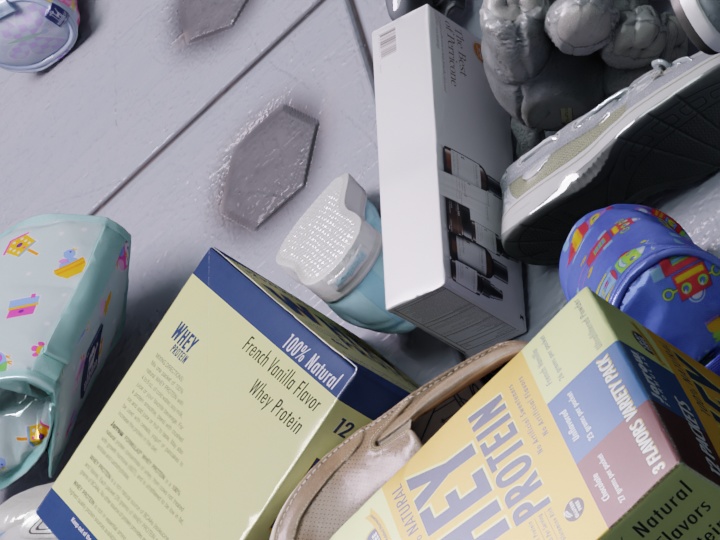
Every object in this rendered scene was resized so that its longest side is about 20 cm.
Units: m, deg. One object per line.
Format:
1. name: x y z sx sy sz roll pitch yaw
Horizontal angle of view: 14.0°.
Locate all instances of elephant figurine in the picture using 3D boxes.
1. elephant figurine: 0.129 -0.197 1.776 0.154 0.141 0.201 -18 57 23

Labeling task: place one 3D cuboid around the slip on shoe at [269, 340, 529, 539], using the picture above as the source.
1. slip on shoe: 0.031 0.109 1.609 0.199 0.061 0.076 -35 80 -7

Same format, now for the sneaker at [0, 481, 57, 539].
1. sneaker: -0.149 0.151 1.917 0.199 0.073 0.072 -25 17 21

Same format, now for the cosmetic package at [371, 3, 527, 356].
1. cosmetic package: 0.055 -0.056 1.784 0.050 0.082 0.201 -24 54 32

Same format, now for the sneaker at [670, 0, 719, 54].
1. sneaker: 0.253 -0.202 1.645 0.120 0.084 0.200 -22 26 39

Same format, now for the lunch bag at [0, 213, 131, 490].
1. lunch bag: -0.241 0.063 1.999 0.199 0.122 0.171 -29 26 39

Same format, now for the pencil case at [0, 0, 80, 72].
1. pencil case: -0.272 -0.250 2.315 0.083 0.091 0.201 -36 41 28

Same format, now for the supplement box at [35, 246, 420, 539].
1. supplement box: -0.056 0.129 1.751 0.200 0.134 0.200 -56 37 3

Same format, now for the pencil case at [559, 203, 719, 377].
1. pencil case: 0.158 0.015 1.573 0.078 0.087 0.200 -41 8 3

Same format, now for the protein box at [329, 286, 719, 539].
1. protein box: 0.130 0.155 1.459 0.199 0.200 0.135 -45 38 17

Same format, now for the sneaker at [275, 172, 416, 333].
1. sneaker: 0.000 0.000 1.839 0.074 0.082 0.200 -45 14 9

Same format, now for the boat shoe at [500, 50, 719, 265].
1. boat shoe: 0.157 -0.078 1.705 0.202 0.074 0.065 -39 44 35

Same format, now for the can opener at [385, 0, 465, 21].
1. can opener: 0.035 -0.126 1.893 0.052 0.066 0.201 -25 52 35
